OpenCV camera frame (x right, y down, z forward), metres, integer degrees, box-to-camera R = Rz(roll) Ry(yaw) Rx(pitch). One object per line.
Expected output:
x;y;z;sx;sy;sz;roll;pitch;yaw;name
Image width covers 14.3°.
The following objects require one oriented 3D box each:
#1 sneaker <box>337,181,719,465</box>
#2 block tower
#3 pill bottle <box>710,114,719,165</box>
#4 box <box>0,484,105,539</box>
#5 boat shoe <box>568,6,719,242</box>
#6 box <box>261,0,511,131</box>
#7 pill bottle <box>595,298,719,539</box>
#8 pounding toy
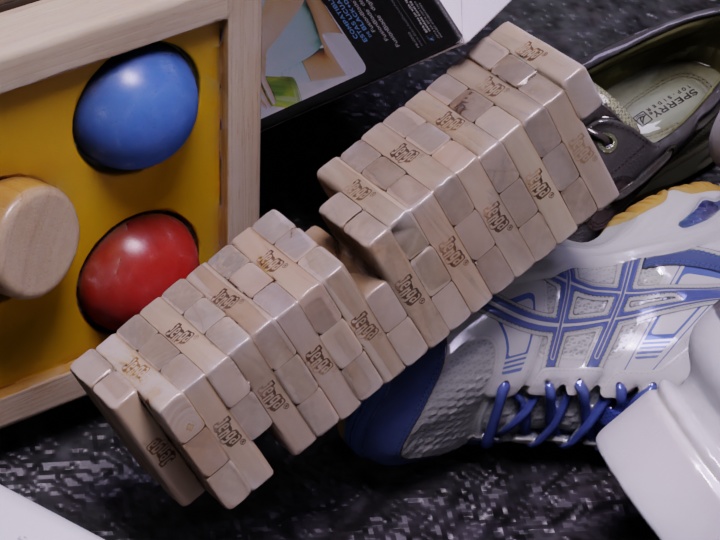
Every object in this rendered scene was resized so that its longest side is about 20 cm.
0.088;0.034;1.074;0.200;0.075;0.088;-24;61;-27;sneaker
0.000;0.000;1.006;0.200;0.058;0.054;-40;38;-10;block tower
0.246;-0.029;1.122;0.200;0.113;0.113;40;51;14;pill bottle
-0.074;0.166;0.862;0.200;0.098;0.124;25;61;21;box
0.088;-0.052;1.161;0.072;0.066;0.201;39;51;24;boat shoe
-0.012;-0.111;1.111;0.060;0.200;0.117;56;48;-13;box
0.188;0.032;1.006;0.200;0.113;0.113;-39;55;8;pill bottle
-0.133;-0.012;1.014;0.200;0.184;0.142;-22;42;-29;pounding toy
